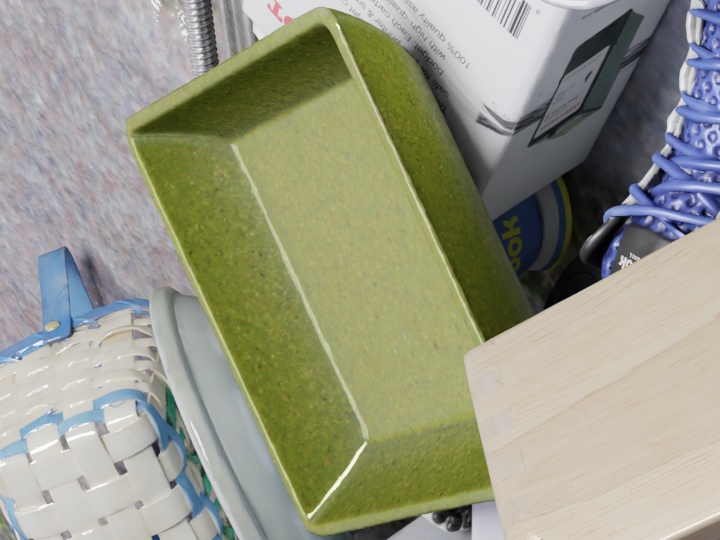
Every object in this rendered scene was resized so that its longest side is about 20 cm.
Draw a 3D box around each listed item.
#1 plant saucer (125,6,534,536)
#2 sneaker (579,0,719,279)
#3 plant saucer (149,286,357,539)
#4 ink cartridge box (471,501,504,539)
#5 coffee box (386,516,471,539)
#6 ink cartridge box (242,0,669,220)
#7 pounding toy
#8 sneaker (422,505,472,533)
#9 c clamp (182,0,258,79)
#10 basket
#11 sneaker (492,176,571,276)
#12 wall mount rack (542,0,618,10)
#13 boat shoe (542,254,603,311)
[{"bbox_3d":[0.000,0.000,1.086,0.200,0.048,0.201,-21,95,60],"label":"plant saucer"},{"bbox_3d":[0.139,-0.039,0.962,0.080,0.115,0.200,26,137,40],"label":"sneaker"},{"bbox_3d":[-0.042,0.091,1.349,0.201,0.050,0.200,63,-176,-8],"label":"plant saucer"},{"bbox_3d":[0.128,0.152,1.136,0.160,0.050,0.201,6,128,9],"label":"ink cartridge box"},{"bbox_3d":[0.068,0.221,1.296,0.080,0.113,0.201,1,117,55],"label":"coffee box"},{"bbox_3d":[0.044,-0.131,1.046,0.146,0.084,0.200,48,148,16],"label":"ink cartridge box"},{"bbox_3d":[0.176,0.080,0.920,0.184,0.200,0.143,-29,55,26],"label":"pounding toy"},{"bbox_3d":[0.001,0.030,1.259,0.090,0.078,0.201,13,127,55],"label":"sneaker"},{"bbox_3d":[-0.069,-0.095,1.242,0.171,0.027,0.201,-120,22,-55],"label":"c clamp"},{"bbox_3d":[-0.135,0.099,1.458,0.200,0.139,0.177,-115,2,-64],"label":"basket"},{"bbox_3d":[0.005,-0.068,1.160,0.200,0.082,0.074,49,149,21],"label":"sneaker"},{"bbox_3d":[0.085,-0.197,0.895,0.173,0.075,0.201,-12,77,19],"label":"wall mount rack"},{"bbox_3d":[0.110,0.071,1.161,0.075,0.064,0.203,-100,10,-50],"label":"boat shoe"}]
